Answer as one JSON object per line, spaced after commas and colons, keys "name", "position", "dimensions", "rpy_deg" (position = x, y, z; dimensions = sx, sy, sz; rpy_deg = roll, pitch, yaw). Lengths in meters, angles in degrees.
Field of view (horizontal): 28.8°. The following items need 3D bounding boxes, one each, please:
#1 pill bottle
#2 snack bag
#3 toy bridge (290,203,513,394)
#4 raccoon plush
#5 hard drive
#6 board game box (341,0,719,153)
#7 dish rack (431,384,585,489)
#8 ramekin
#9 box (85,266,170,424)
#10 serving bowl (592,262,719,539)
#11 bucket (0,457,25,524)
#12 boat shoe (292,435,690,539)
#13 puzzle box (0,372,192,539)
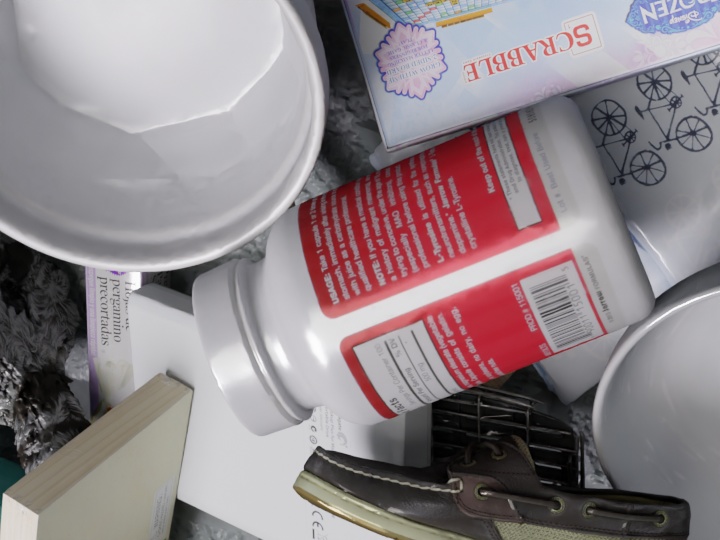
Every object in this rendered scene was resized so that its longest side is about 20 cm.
{"name": "pill bottle", "position": [0.028, 0.005, 0.665], "dimensions": [0.199, 0.112, 0.113], "rpy_deg": [-22, 100, 10]}
{"name": "snack bag", "position": [0.120, -0.049, 0.729], "dimensions": [0.200, 0.021, 0.189], "rpy_deg": [-38, 93, 28]}
{"name": "toy bridge", "position": [0.000, 0.000, 0.767], "dimensions": [0.200, 0.067, 0.027], "rpy_deg": [47, 149, -1]}
{"name": "raccoon plush", "position": [-0.245, 0.071, 0.847], "dimensions": [0.134, 0.097, 0.201], "rpy_deg": [-27, 63, 31]}
{"name": "hard drive", "position": [-0.049, 0.094, 0.787], "dimensions": [0.200, 0.026, 0.132], "rpy_deg": [18, 121, 34]}
{"name": "board game box", "position": [0.077, -0.179, 0.671], "dimensions": [0.199, 0.041, 0.200], "rpy_deg": [-14, 94, 26]}
{"name": "dish rack", "position": [0.062, 0.147, 0.793], "dimensions": [0.153, 0.055, 0.201], "rpy_deg": [7, 116, 22]}
{"name": "ramekin", "position": [-0.113, -0.108, 0.686], "dimensions": [0.199, 0.105, 0.201], "rpy_deg": [1, 128, 1]}
{"name": "box", "position": [-0.142, 0.068, 0.865], "dimensions": [0.039, 0.041, 0.201], "rpy_deg": [9, 111, 17]}
{"name": "serving bowl", "position": [0.217, 0.064, 0.693], "dimensions": [0.199, 0.066, 0.201], "rpy_deg": [9, 129, 11]}
{"name": "bucket", "position": [-0.263, 0.201, 0.876], "dimensions": [0.134, 0.207, 0.208], "rpy_deg": [16, 114, 5]}
{"name": "boat shoe", "position": [0.068, 0.114, 0.694], "dimensions": [0.200, 0.072, 0.066], "rpy_deg": [18, 86, -6]}
{"name": "puzzle box", "position": [-0.156, 0.169, 0.804], "dimensions": [0.025, 0.133, 0.201], "rpy_deg": [27, 126, 18]}
